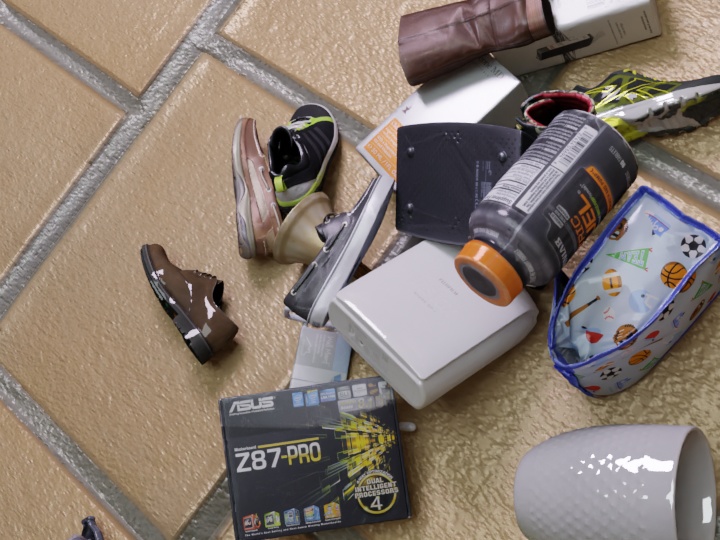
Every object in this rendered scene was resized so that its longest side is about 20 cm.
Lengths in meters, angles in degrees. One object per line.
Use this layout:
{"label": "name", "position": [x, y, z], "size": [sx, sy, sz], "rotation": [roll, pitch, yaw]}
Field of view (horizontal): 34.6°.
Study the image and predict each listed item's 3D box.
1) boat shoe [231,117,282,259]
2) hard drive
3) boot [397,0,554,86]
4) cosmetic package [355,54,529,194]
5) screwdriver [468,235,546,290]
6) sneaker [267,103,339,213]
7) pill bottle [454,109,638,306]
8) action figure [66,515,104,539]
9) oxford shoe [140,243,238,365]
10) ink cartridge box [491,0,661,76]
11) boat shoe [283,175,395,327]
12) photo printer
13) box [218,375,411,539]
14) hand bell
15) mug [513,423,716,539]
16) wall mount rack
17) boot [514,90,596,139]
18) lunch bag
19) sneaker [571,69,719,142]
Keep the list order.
{"label": "boat shoe", "position": [-0.131, -0.108, 1.514], "size": [0.071, 0.076, 0.201], "rotation": [-4, 68, -6]}
{"label": "hard drive", "position": [0.117, -0.098, 1.294], "size": [0.199, 0.042, 0.136], "rotation": [10, 102, 50]}
{"label": "boot", "position": [0.123, -0.329, 1.391], "size": [0.199, 0.064, 0.188], "rotation": [-16, 63, 25]}
{"label": "cosmetic package", "position": [0.104, -0.175, 1.424], "size": [0.200, 0.071, 0.102], "rotation": [-44, 59, 3]}
{"label": "screwdriver", "position": [0.163, -0.009, 1.256], "size": [0.029, 0.200, 0.028], "rotation": [21, 88, 29]}
{"label": "sneaker", "position": [-0.076, -0.162, 1.471], "size": [0.071, 0.083, 0.201], "rotation": [-14, 43, 18]}
{"label": "pill bottle", "position": [0.180, -0.058, 1.156], "size": [0.106, 0.106, 0.200], "rotation": [32, 70, 31]}
{"label": "action figure", "position": [-0.350, 0.405, 1.392], "size": [0.193, 0.104, 0.200], "rotation": [-44, 56, 14]}
{"label": "oxford shoe", "position": [-0.221, 0.030, 1.505], "size": [0.084, 0.073, 0.200], "rotation": [-34, 60, -10]}
{"label": "ink cartridge box", "position": [0.251, -0.339, 1.412], "size": [0.199, 0.084, 0.145], "rotation": [-13, 66, 20]}
{"label": "boat shoe", "position": [-0.027, -0.032, 1.349], "size": [0.066, 0.070, 0.201], "rotation": [26, 81, 7]}
{"label": "photo printer", "position": [0.089, 0.046, 1.302], "size": [0.199, 0.070, 0.166], "rotation": [-29, 56, -27]}
{"label": "box", "position": [-0.051, 0.209, 1.294], "size": [0.198, 0.049, 0.163], "rotation": [-7, 84, -2]}
{"label": "hand bell", "position": [0.000, 0.000, 1.401], "size": [0.200, 0.104, 0.104], "rotation": [35, 87, 23]}
{"label": "mug", "position": [0.253, 0.253, 1.158], "size": [0.174, 0.147, 0.202], "rotation": [-3, 99, 32]}
{"label": "wall mount rack", "position": [-0.016, 0.119, 1.368], "size": [0.172, 0.075, 0.202], "rotation": [11, 73, -6]}
{"label": "boot", "position": [0.188, -0.139, 1.318], "size": [0.202, 0.154, 0.074], "rotation": [1, 59, 23]}
{"label": "lunch bag", "position": [0.276, 0.035, 1.203], "size": [0.124, 0.170, 0.200], "rotation": [38, 91, 27]}
{"label": "sneaker", "position": [0.324, -0.200, 1.330], "size": [0.199, 0.074, 0.085], "rotation": [-14, 65, 20]}
